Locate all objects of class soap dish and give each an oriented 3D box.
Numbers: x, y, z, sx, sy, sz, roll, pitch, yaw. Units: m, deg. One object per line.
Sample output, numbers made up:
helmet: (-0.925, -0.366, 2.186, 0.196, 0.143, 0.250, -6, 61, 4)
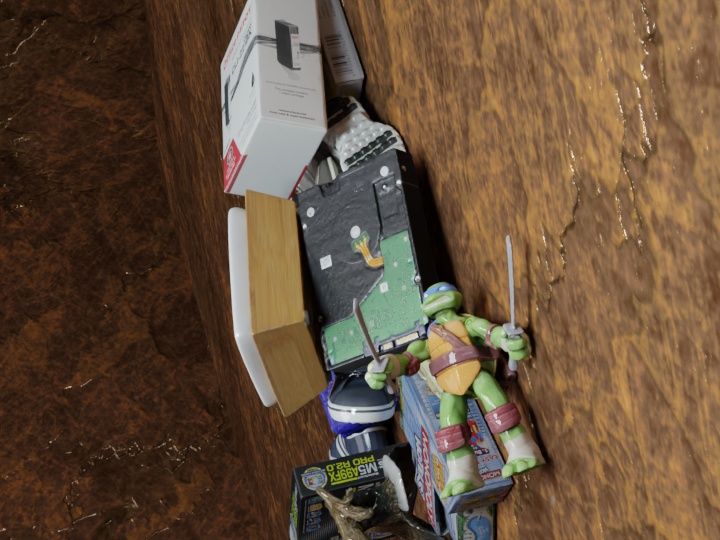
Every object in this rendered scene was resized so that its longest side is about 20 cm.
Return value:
soap dish: (-0.087, 0.032, 1.471, 0.158, 0.081, 0.201, 74, -172, -50)

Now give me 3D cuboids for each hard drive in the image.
hard drive: (0.010, -0.009, 1.400, 0.139, 0.038, 0.201, -24, 67, 34)

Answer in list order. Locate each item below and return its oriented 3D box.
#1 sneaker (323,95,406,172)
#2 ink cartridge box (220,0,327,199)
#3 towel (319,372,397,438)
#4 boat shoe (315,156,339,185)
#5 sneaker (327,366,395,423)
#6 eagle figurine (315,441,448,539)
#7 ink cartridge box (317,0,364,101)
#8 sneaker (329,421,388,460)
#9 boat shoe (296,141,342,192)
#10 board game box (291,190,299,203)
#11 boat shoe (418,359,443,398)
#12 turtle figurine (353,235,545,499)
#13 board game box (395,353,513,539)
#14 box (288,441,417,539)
sneaker: (0.010, -0.125, 1.524, 0.081, 0.075, 0.200, 62, 176, -37)
ink cartridge box: (-0.104, -0.204, 1.571, 0.144, 0.083, 0.201, 124, 149, -50)
towel: (-0.020, 0.097, 1.683, 0.148, 0.049, 0.201, -36, 74, 42)
boat shoe: (-0.035, -0.038, 1.506, 0.067, 0.057, 0.201, 63, -168, -60)
sneaker: (0.005, 0.116, 1.527, 0.200, 0.078, 0.080, -60, -30, -80)
eagle figurine: (0.039, 0.280, 1.564, 0.150, 0.199, 0.153, 12, 94, 45)
ink cartridge box: (-0.049, -0.258, 1.689, 0.200, 0.047, 0.199, 107, 148, -60)
sneaker: (-0.005, 0.218, 1.872, 0.200, 0.070, 0.109, 172, 86, -75)
boat shoe: (-0.045, -0.103, 1.634, 0.200, 0.072, 0.069, 40, 129, 30)
board game box: (-0.076, -0.118, 1.827, 0.201, 0.026, 0.201, 91, -177, -47)
boat shoe: (0.058, 0.055, 1.436, 0.200, 0.073, 0.063, -115, 21, -44)
turtle figurine: (0.082, 0.099, 1.217, 0.200, 0.143, 0.195, 112, 140, -74)
board game box: (0.097, 0.208, 1.431, 0.200, 0.061, 0.201, -120, 22, -56)
box: (-0.011, 0.304, 1.770, 0.200, 0.159, 0.044, 98, 158, -55)
